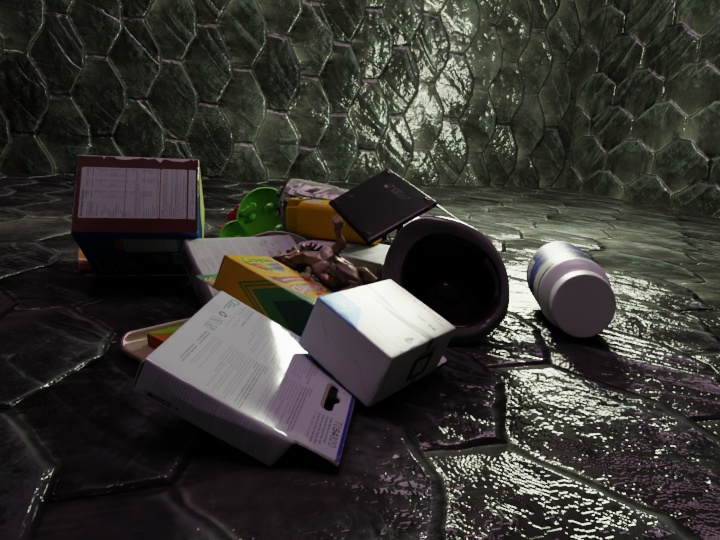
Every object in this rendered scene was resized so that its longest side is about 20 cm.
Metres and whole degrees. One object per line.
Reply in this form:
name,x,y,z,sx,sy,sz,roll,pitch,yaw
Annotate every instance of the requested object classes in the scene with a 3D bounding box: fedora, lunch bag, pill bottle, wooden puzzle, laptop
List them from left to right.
wooden puzzle,-0.178,0.092,0.720,0.196,0.039,0.182,17,19,41
lunch bag,-0.071,-0.113,1.207,0.193,0.144,0.169,12,-22,8
laptop,0.076,-0.085,0.964,0.196,0.118,0.187,-29,32,-9
fedora,0.125,0.021,0.863,0.194,0.182,0.090,18,-14,1
pill bottle,0.339,0.029,0.925,0.111,0.120,0.200,5,15,7

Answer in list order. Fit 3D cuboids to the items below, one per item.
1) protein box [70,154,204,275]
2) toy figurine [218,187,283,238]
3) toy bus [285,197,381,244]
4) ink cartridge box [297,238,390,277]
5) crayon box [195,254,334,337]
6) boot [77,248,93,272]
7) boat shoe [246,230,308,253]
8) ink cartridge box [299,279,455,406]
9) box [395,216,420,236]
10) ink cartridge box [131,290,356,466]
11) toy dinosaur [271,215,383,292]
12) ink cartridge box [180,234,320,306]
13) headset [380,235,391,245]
protein box,-0.381,-0.089,1.010,0.193,0.140,0.199,0,-20,-13
toy figurine,-0.270,-0.093,1.321,0.198,0.154,0.182,-35,18,-29
toy bus,-0.053,-0.094,1.074,0.193,0.068,0.078,8,15,17
ink cartridge box,0.000,0.000,1.020,0.195,0.089,0.144,12,16,37
crayon box,-0.114,0.029,0.792,0.196,0.052,0.126,27,9,16
boot,-0.469,-0.039,1.170,0.193,0.071,0.189,-9,25,-17
boat shoe,-0.189,-0.035,1.060,0.193,0.075,0.063,-8,11,-8
ink cartridge box,0.034,0.074,0.687,0.115,0.068,0.198,35,25,25
box,0.151,-0.025,0.993,0.196,0.037,0.144,31,23,-5
ink cartridge box,-0.100,0.112,0.589,0.195,0.041,0.200,28,17,-1
toy dinosaur,-0.036,0.010,0.887,0.086,0.199,0.135,-51,6,-29
ink cartridge box,-0.176,0.006,0.935,0.195,0.058,0.163,-1,36,-36
headset,0.071,-0.044,1.191,0.119,0.097,0.201,0,25,-14
